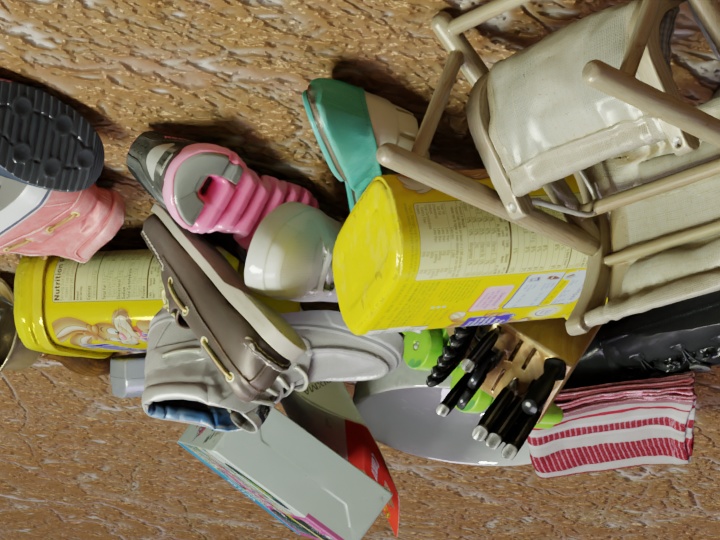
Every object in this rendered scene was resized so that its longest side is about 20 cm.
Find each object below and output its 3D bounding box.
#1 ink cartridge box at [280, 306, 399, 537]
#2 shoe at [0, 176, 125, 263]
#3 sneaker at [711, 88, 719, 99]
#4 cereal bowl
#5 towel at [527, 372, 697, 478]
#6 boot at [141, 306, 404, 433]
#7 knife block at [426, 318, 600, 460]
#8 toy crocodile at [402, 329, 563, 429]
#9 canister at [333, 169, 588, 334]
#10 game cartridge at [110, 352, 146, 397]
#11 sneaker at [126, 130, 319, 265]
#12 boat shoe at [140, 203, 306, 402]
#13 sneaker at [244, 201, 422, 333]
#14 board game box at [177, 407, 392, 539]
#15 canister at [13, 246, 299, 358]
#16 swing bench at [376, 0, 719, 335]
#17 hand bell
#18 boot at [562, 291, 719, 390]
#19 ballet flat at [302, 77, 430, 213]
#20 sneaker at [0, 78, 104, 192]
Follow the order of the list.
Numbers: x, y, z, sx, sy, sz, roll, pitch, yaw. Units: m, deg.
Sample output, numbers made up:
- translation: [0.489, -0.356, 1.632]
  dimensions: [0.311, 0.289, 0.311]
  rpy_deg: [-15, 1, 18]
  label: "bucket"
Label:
- translation: [-0.029, 0.139, 1.738]
  dimensions: [0.047, 0.201, 0.160]
  rpy_deg: [-25, 162, -9]
  label: "ink cartridge box"
- translation: [-0.272, -0.033, 1.581]
  dimensions: [0.091, 0.072, 0.199]
  rpy_deg: [29, 146, -30]
  label: "shoe"
- translation: [0.280, -0.083, 1.211]
  dimensions: [0.072, 0.115, 0.200]
  rpy_deg: [16, 155, -14]
  label: "sneaker"
- translation: [0.093, 0.103, 1.746]
  dimensions: [0.198, 0.084, 0.200]
  rpy_deg: [8, 158, 3]
  label: "cereal bowl"
- translation: [0.212, 0.138, 1.674]
  dimensions: [0.143, 0.023, 0.200]
  rpy_deg: [-7, 157, 5]
  label: "towel"
- translation: [-0.068, 0.084, 1.507]
  dimensions: [0.198, 0.096, 0.074]
  rpy_deg: [4, 145, 4]
  label: "boot"
- translation: [0.138, 0.070, 1.490]
  dimensions: [0.199, 0.176, 0.064]
  rpy_deg: [7, 129, -30]
  label: "knife block"
- translation: [0.092, 0.070, 1.582]
  dimensions: [0.067, 0.062, 0.200]
  rpy_deg: [9, -162, -34]
  label: "toy crocodile"
- translation: [0.094, -0.016, 1.373]
  dimensions: [0.198, 0.087, 0.149]
  rpy_deg: [-4, 157, -20]
  label: "canister"
- translation: [-0.156, 0.089, 1.759]
  dimensions: [0.132, 0.041, 0.200]
  rpy_deg: [1, 179, -2]
  label: "game cartridge"
- translation: [-0.105, -0.053, 1.500]
  dimensions: [0.095, 0.079, 0.200]
  rpy_deg: [24, 171, 37]
  label: "sneaker"
- translation: [-0.115, 0.021, 1.469]
  dimensions: [0.200, 0.060, 0.072]
  rpy_deg: [45, -173, 40]
  label: "boat shoe"
- translation: [0.000, 0.000, 1.477]
  dimensions: [0.115, 0.074, 0.200]
  rpy_deg: [19, -172, 22]
  label: "sneaker"
- translation: [-0.070, 0.170, 1.702]
  dimensions: [0.147, 0.064, 0.200]
  rpy_deg: [38, 170, -9]
  label: "board game box"
- translation: [-0.164, 0.026, 1.633]
  dimensions: [0.198, 0.087, 0.148]
  rpy_deg: [-2, 173, 19]
  label: "canister"
- translation: [0.154, -0.079, 1.191]
  dimensions: [0.200, 0.130, 0.198]
  rpy_deg: [39, 146, -25]
  label: "swing bench"
- translation: [-0.293, 0.073, 1.847]
  dimensions: [0.103, 0.105, 0.199]
  rpy_deg: [-6, 165, 32]
  label: "hand bell"
- translation: [0.271, 0.066, 1.636]
  dimensions: [0.199, 0.066, 0.164]
  rpy_deg: [-22, 158, 32]
  label: "boot"
- translation: [0.011, -0.084, 1.383]
  dimensions: [0.070, 0.068, 0.200]
  rpy_deg: [-14, 155, 5]
  label: "ballet flat"
- translation: [-0.284, -0.111, 1.435]
  dimensions: [0.199, 0.071, 0.082]
  rpy_deg: [22, 174, -28]
  label: "sneaker"
